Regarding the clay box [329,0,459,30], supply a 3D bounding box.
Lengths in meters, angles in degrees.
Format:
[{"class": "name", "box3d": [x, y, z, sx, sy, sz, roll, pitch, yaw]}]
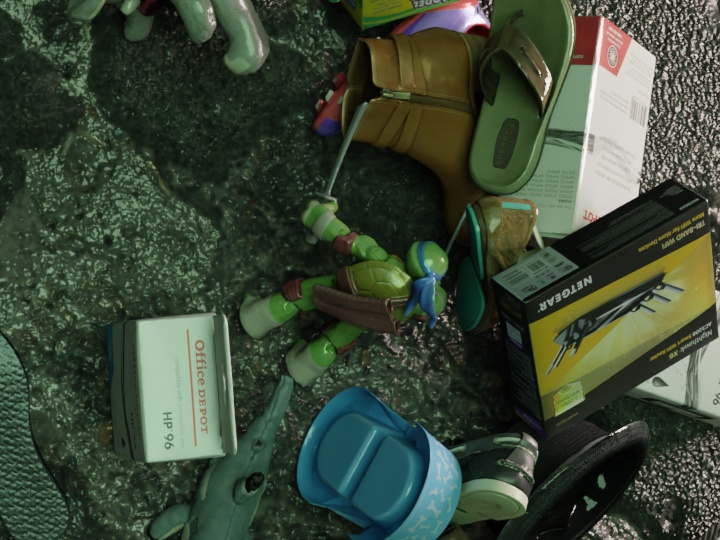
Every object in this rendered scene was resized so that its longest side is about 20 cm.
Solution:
[{"class": "clay box", "box3d": [0.042, -0.284, 1.610, 0.200, 0.048, 0.115, -19, 48, -16]}]

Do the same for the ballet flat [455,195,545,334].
[{"class": "ballet flat", "box3d": [0.125, -0.005, 1.559, 0.072, 0.200, 0.068, -11, 59, -7]}]

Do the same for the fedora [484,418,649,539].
[{"class": "fedora", "box3d": [0.167, 0.185, 1.611, 0.201, 0.201, 0.092, -40, 65, -15]}]

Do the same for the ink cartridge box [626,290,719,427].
[{"class": "ink cartridge box", "box3d": [0.321, 0.078, 1.692, 0.200, 0.068, 0.116, 19, 82, -15]}]

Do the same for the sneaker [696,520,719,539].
[{"class": "sneaker", "box3d": [0.318, 0.324, 1.671, 0.200, 0.075, 0.105, -36, 92, -20]}]

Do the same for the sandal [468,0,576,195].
[{"class": "sandal", "box3d": [0.136, -0.166, 1.544, 0.080, 0.057, 0.201, 7, 85, 26]}]

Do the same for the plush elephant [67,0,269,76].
[{"class": "plush elephant", "box3d": [-0.177, -0.256, 1.529, 0.200, 0.155, 0.165, 55, 27, -40]}]

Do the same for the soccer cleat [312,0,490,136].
[{"class": "soccer cleat", "box3d": [0.038, -0.184, 1.625, 0.076, 0.067, 0.200, 45, 72, -6]}]

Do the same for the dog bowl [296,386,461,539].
[{"class": "dog bowl", "box3d": [0.017, 0.174, 1.533, 0.050, 0.200, 0.112, 29, 89, -31]}]

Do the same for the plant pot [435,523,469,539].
[{"class": "plant pot", "box3d": [0.063, 0.340, 1.544, 0.200, 0.200, 0.198, -26, 86, -17]}]

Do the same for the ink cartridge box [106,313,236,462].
[{"class": "ink cartridge box", "box3d": [-0.158, 0.096, 1.468, 0.068, 0.200, 0.116, -4, 88, -17]}]

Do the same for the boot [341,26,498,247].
[{"class": "boot", "box3d": [0.052, -0.117, 1.590, 0.155, 0.074, 0.200, -5, 100, -36]}]

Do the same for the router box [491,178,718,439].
[{"class": "router box", "box3d": [0.217, 0.033, 1.556, 0.200, 0.052, 0.157, -29, 129, -19]}]

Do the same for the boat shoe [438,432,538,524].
[{"class": "boat shoe", "box3d": [0.080, 0.181, 1.553, 0.072, 0.200, 0.068, 29, 64, -28]}]

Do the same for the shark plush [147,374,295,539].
[{"class": "shark plush", "box3d": [-0.096, 0.191, 1.550, 0.091, 0.083, 0.200, 40, 77, -11]}]

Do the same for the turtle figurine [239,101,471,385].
[{"class": "turtle figurine", "box3d": [0.000, 0.000, 1.560, 0.144, 0.194, 0.200, 23, 42, -49]}]

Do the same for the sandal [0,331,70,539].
[{"class": "sandal", "box3d": [-0.307, 0.140, 1.516, 0.076, 0.043, 0.200, -18, 101, -10]}]

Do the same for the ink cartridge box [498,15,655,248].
[{"class": "ink cartridge box", "box3d": [0.196, -0.117, 1.622, 0.147, 0.083, 0.200, 19, 77, -60]}]
